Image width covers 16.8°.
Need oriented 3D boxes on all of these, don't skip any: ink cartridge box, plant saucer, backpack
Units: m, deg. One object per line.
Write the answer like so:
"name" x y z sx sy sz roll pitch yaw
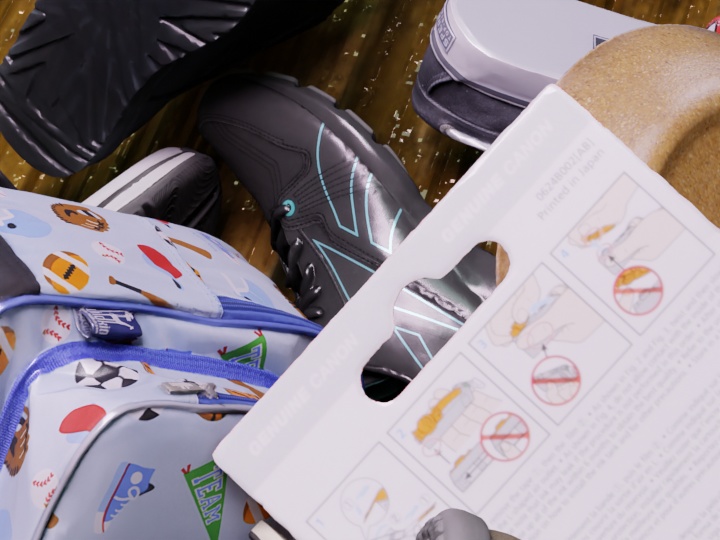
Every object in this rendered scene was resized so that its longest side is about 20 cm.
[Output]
"ink cartridge box" 0.080 0.067 0.754 0.200 0.047 0.160 42 93 3
"plant saucer" 0.132 0.010 0.855 0.035 0.200 0.200 -8 39 50
"backpack" -0.088 0.068 0.822 0.190 0.200 0.154 -1 35 -50

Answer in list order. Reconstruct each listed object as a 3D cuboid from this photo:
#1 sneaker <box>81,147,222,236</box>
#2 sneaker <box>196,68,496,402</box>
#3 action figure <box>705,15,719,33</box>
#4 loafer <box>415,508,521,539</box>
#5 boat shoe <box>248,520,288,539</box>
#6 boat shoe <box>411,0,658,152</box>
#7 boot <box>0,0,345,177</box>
"sneaker" -0.155 0.000 0.965 0.115 0.076 0.200 35 65 27
"sneaker" 0.000 0.000 0.936 0.079 0.075 0.200 -44 70 -12
"action figure" 0.122 -0.004 0.905 0.052 0.065 0.200 2 69 40
"loafer" 0.047 0.155 0.660 0.070 0.075 0.200 12 51 -14
"boat shoe" 0.017 0.168 0.760 0.063 0.074 0.201 -38 94 -3
"boat shoe" 0.118 -0.052 0.983 0.200 0.068 0.072 17 44 -8
"boot" -0.048 -0.132 0.969 0.076 0.200 0.168 46 44 3
